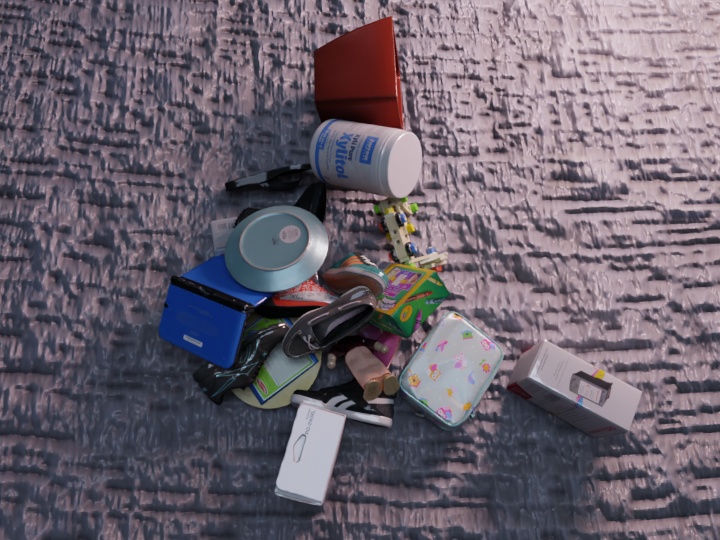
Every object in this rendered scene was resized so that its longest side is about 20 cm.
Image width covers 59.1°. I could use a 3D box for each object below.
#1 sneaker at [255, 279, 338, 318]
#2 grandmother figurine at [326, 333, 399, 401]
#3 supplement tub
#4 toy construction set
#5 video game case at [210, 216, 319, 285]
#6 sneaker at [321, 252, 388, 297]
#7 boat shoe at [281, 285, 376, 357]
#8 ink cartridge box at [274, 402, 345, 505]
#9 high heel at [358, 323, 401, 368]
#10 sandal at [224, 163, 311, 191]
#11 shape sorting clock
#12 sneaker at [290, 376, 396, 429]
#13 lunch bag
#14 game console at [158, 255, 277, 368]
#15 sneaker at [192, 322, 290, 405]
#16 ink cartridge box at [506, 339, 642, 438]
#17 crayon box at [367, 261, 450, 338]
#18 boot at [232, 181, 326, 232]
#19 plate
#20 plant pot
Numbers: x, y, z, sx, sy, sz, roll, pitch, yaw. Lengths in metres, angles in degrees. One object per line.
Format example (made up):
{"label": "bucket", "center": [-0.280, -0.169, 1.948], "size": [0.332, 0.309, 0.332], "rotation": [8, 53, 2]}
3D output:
{"label": "sneaker", "center": [-0.096, 0.038, 1.219], "size": [0.198, 0.068, 0.109], "rotation": [3, 56, 5]}
{"label": "grandmother figurine", "center": [-0.009, 0.159, 1.182], "size": [0.119, 0.061, 0.200], "rotation": [-3, 31, -26]}
{"label": "supplement tub", "center": [0.008, -0.225, 1.267], "size": [0.198, 0.132, 0.133], "rotation": [16, 67, 34]}
{"label": "toy construction set", "center": [0.094, -0.075, 1.293], "size": [0.092, 0.131, 0.202], "rotation": [-34, 80, 18]}
{"label": "video game case", "center": [-0.196, -0.031, 1.299], "size": [0.196, 0.024, 0.185], "rotation": [-10, 72, -8]}
{"label": "sneaker", "center": [0.000, 0.000, 1.219], "size": [0.080, 0.199, 0.072], "rotation": [-47, 114, -21]}
{"label": "boat shoe", "center": [-0.058, 0.099, 1.137], "size": [0.199, 0.057, 0.067], "rotation": [-34, 117, 6]}
{"label": "ink cartridge box", "center": [-0.083, 0.321, 1.090], "size": [0.082, 0.200, 0.147], "rotation": [15, 70, 2]}
{"label": "high heel", "center": [0.097, 0.109, 1.242], "size": [0.198, 0.068, 0.097], "rotation": [-31, 65, -8]}
{"label": "sandal", "center": [-0.184, -0.186, 1.337], "size": [0.197, 0.075, 0.049], "rotation": [-15, 97, -1]}
{"label": "shape sorting clock", "center": [-0.171, 0.163, 1.223], "size": [0.196, 0.039, 0.203], "rotation": [0, 70, 1]}
{"label": "sneaker", "center": [-0.029, 0.223, 1.198], "size": [0.197, 0.073, 0.114], "rotation": [16, 66, -11]}
{"label": "lunch bag", "center": [0.172, 0.198, 1.216], "size": [0.160, 0.077, 0.201], "rotation": [36, 72, 7]}
{"label": "game console", "center": [-0.256, 0.071, 1.188], "size": [0.198, 0.118, 0.174], "rotation": [17, 93, 31]}
{"label": "sneaker", "center": [-0.208, 0.168, 1.173], "size": [0.198, 0.075, 0.080], "rotation": [-33, 86, -4]}
{"label": "ink cartridge box", "center": [0.392, 0.223, 1.185], "size": [0.198, 0.148, 0.086], "rotation": [27, 72, 5]}
{"label": "crayon box", "center": [0.064, 0.050, 1.197], "size": [0.119, 0.199, 0.059], "rotation": [-44, 112, -16]}
{"label": "boot", "center": [-0.159, -0.104, 1.278], "size": [0.159, 0.074, 0.201], "rotation": [5, 54, 10]}
{"label": "plate", "center": [-0.158, -0.050, 1.181], "size": [0.196, 0.026, 0.203], "rotation": [-3, 54, 4]}
{"label": "plant pot", "center": [-0.003, -0.386, 1.355], "size": [0.173, 0.200, 0.204], "rotation": [-4, 71, 7]}
